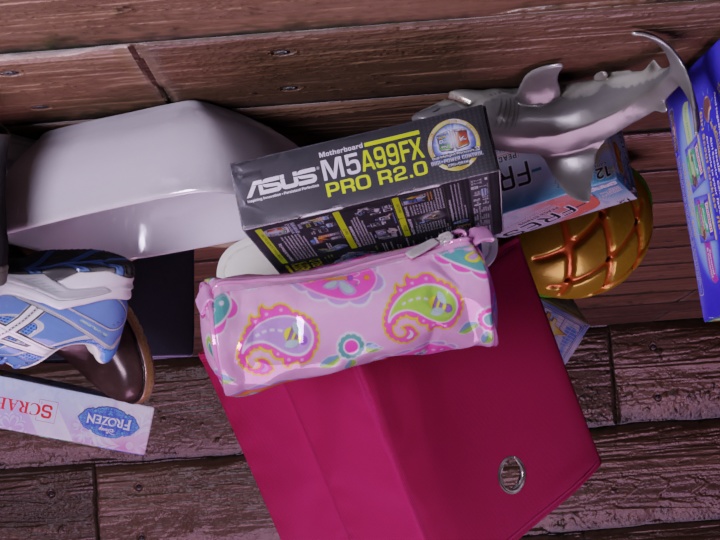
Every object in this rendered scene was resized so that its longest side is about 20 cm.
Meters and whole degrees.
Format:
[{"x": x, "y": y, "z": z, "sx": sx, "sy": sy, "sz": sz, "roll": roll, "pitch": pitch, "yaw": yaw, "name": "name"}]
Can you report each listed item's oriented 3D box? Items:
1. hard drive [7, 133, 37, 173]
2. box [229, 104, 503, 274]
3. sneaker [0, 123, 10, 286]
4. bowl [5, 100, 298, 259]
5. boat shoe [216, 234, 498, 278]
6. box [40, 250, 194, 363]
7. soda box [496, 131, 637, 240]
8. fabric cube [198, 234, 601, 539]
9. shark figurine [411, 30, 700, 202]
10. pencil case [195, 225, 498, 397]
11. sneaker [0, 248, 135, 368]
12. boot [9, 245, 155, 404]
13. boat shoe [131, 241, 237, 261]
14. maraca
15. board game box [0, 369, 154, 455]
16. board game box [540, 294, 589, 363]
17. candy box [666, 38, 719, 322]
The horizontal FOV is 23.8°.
[{"x": -0.275, "y": -0.072, "z": 1.265, "sx": 0.131, "sy": 0.026, "sz": 0.200, "roll": -7, "pitch": 173, "yaw": 23, "name": "hard drive"}, {"x": 0.010, "y": -0.045, "z": 1.104, "sx": 0.159, "sy": 0.044, "sz": 0.200, "roll": -12, "pitch": 170, "yaw": 4, "name": "box"}, {"x": -0.299, "y": -0.060, "z": 1.138, "sx": 0.199, "sy": 0.107, "sz": 0.075, "roll": 15, "pitch": -172, "yaw": 34, "name": "sneaker"}, {"x": -0.138, "y": -0.063, "z": 1.206, "sx": 0.199, "sy": 0.075, "sz": 0.200, "roll": -10, "pitch": 170, "yaw": 23, "name": "bowl"}, {"x": 0.000, "y": -0.003, "z": 1.232, "sx": 0.201, "sy": 0.072, "sz": 0.060, "roll": -9, "pitch": 160, "yaw": 4, "name": "boat shoe"}, {"x": -0.272, "y": 0.017, "z": 1.493, "sx": 0.199, "sy": 0.124, "sz": 0.198, "roll": 0, "pitch": 180, "yaw": -27, "name": "box"}, {"x": 0.099, "y": -0.062, "z": 1.264, "sx": 0.199, "sy": 0.069, "sz": 0.064, "roll": -17, "pitch": 163, "yaw": 20, "name": "soda box"}, {"x": 0.033, "y": 0.106, "z": 1.328, "sx": 0.196, "sy": 0.200, "sz": 0.200, "roll": -32, "pitch": -162, "yaw": -36, "name": "fabric cube"}, {"x": 0.155, "y": -0.093, "z": 1.128, "sx": 0.214, "sy": 0.090, "sz": 0.128, "roll": -8, "pitch": 174, "yaw": 42, "name": "shark figurine"}, {"x": -0.006, "y": 0.025, "z": 1.123, "sx": 0.199, "sy": 0.088, "sz": 0.087, "roll": -12, "pitch": 174, "yaw": -6, "name": "pencil case"}, {"x": -0.254, "y": 0.030, "z": 1.179, "sx": 0.199, "sy": 0.077, "sz": 0.076, "roll": -1, "pitch": -165, "yaw": -17, "name": "sneaker"}, {"x": -0.262, "y": 0.041, "z": 1.258, "sx": 0.166, "sy": 0.200, "sz": 0.072, "roll": -24, "pitch": 158, "yaw": -48, "name": "boot"}, {"x": -0.168, "y": -0.050, "z": 1.377, "sx": 0.199, "sy": 0.072, "sz": 0.072, "roll": -3, "pitch": 159, "yaw": -9, "name": "boat shoe"}, {"x": 0.167, "y": -0.038, "z": 1.446, "sx": 0.199, "sy": 0.138, "sz": 0.107, "roll": 8, "pitch": -156, "yaw": -36, "name": "maraca"}, {"x": -0.287, "y": 0.101, "z": 1.359, "sx": 0.199, "sy": 0.041, "sz": 0.200, "roll": 14, "pitch": 175, "yaw": -21, "name": "board game box"}, {"x": 0.106, "y": 0.007, "z": 1.538, "sx": 0.199, "sy": 0.062, "sz": 0.200, "roll": 14, "pitch": -156, "yaw": -37, "name": "board game box"}, {"x": 0.266, "y": -0.062, "z": 1.092, "sx": 0.077, "sy": 0.170, "sz": 0.200, "roll": -8, "pitch": 174, "yaw": -4, "name": "candy box"}]
